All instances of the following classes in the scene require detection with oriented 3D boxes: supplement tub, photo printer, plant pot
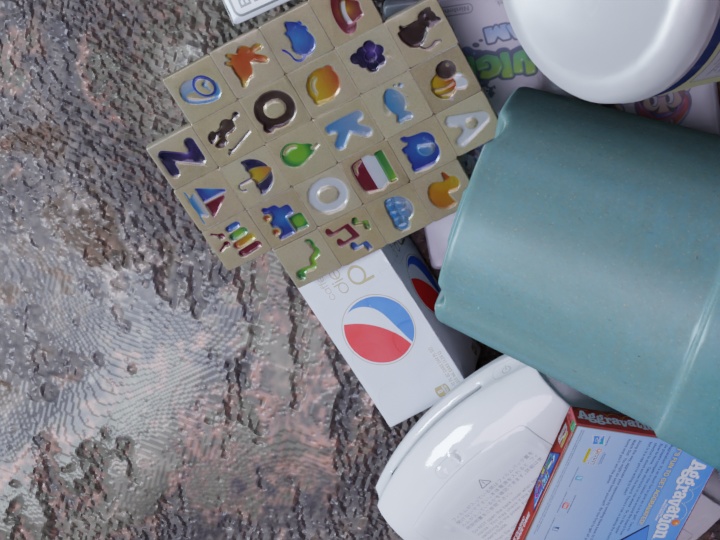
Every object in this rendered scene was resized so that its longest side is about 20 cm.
[{"bbox_3d":[0.186,-0.173,0.736,0.145,0.199,0.146,26,123,48],"label":"supplement tub"},{"bbox_3d":[0.121,0.144,0.937,0.199,0.070,0.166,32,117,-25],"label":"photo printer"},{"bbox_3d":[0.158,-0.007,0.817,0.195,0.200,0.202,22,115,11],"label":"plant pot"}]

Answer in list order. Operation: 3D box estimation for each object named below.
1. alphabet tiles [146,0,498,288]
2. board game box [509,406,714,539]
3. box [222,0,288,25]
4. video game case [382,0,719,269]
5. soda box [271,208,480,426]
[{"bbox_3d":[-0.021,-0.080,0.852,0.199,0.006,0.167,-26,119,13],"label":"alphabet tiles"},{"bbox_3d":[0.150,0.175,0.907,0.102,0.020,0.201,10,124,-12],"label":"board game box"},{"bbox_3d":[0.012,-0.219,0.817,0.198,0.117,0.061,-20,107,20],"label":"box"},{"bbox_3d":[0.126,-0.098,0.893,0.198,0.024,0.184,-7,111,14],"label":"video game case"},{"bbox_3d":[0.000,0.000,0.939,0.068,0.064,0.201,-28,104,21],"label":"soda box"}]
